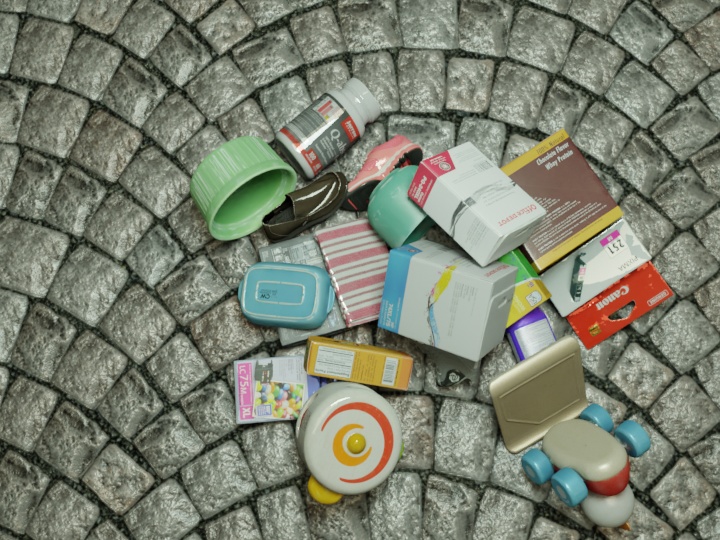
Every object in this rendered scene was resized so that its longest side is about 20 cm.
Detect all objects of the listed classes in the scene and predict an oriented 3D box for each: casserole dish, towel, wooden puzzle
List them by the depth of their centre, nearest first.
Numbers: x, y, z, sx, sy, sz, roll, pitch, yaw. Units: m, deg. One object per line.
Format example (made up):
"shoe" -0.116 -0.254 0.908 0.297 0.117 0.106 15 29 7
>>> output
"wooden puzzle" 0.327 0.227 1.292 0.183 0.202 0.037 -29 37 -6
"casserole dish" -0.146 0.044 1.322 0.197 0.039 0.123 4 82 16
"towel" 0.000 0.000 1.364 0.145 0.030 0.203 -14 76 -32

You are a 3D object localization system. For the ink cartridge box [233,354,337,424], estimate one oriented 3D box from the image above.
"ink cartridge box" -0.141 0.225 1.345 0.196 0.042 0.122 -4 79 -2

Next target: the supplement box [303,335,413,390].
"supplement box" -0.006 0.172 1.316 0.197 0.067 0.070 13 91 -10

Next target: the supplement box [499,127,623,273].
"supplement box" 0.354 -0.122 1.363 0.196 0.133 0.202 -32 81 -6

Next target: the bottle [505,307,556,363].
"bottle" 0.321 0.112 1.351 0.082 0.065 0.203 -19 79 -8

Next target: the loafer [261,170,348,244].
"loafer" -0.110 -0.126 1.373 0.199 0.071 0.073 -38 62 6

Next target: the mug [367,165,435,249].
"mug" 0.090 -0.128 1.370 0.114 0.185 0.152 45 107 9

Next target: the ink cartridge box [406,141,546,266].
"ink cartridge box" 0.203 -0.119 1.236 0.144 0.084 0.200 -25 63 -39

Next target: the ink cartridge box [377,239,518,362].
"ink cartridge box" 0.157 0.047 1.260 0.198 0.146 0.149 18 108 26

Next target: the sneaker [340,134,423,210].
"sneaker" 0.031 -0.198 1.424 0.199 0.074 0.087 -36 52 0

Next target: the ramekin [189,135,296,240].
"ramekin" -0.228 -0.161 1.345 0.199 0.200 0.098 -37 73 -7

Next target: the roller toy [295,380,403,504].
"roller toy" -0.023 0.298 1.258 0.197 0.140 0.185 -22 94 -13

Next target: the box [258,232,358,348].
"box" -0.101 0.034 1.376 0.155 0.051 0.203 -16 78 -3

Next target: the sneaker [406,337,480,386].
"sneaker" 0.136 0.163 1.342 0.198 0.075 0.117 18 117 28

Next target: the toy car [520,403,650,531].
"toy car" 0.425 0.386 1.273 0.183 0.176 0.202 -30 108 -16

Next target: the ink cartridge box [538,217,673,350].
"ink cartridge box" 0.466 0.029 1.344 0.199 0.044 0.175 -36 83 13

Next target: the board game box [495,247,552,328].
"board game box" 0.234 0.044 1.324 0.200 0.040 0.154 -41 78 28

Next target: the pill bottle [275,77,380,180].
"pill bottle" -0.063 -0.286 1.406 0.199 0.116 0.116 -41 81 -7
